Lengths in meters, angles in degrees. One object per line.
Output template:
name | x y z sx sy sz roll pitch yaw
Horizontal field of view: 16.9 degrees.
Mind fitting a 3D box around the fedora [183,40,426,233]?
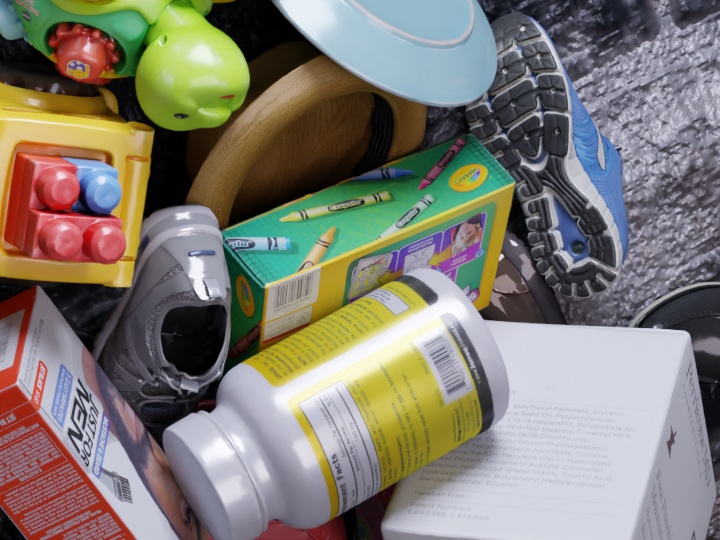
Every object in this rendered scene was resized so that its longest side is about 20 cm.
fedora | -0.051 -0.080 1.560 0.200 0.082 0.201 -28 146 -21

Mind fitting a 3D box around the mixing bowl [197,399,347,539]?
mixing bowl | -0.085 0.196 1.616 0.200 0.108 0.201 -6 105 -24

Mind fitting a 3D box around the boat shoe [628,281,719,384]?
boat shoe | 0.291 0.051 1.795 0.201 0.063 0.074 0 105 -25

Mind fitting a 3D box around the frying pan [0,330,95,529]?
frying pan | -0.209 0.126 1.580 0.115 0.031 0.190 1 108 -26

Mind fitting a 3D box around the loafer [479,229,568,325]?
loafer | 0.119 0.065 1.713 0.071 0.073 0.200 -34 106 -10

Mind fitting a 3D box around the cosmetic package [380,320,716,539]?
cosmetic package | 0.130 0.159 1.599 0.200 0.165 0.165 -66 151 -43

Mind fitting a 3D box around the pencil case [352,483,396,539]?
pencil case | 0.026 0.136 1.671 0.087 0.087 0.200 -12 108 -24

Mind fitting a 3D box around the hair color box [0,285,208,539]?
hair color box | -0.169 0.121 1.463 0.064 0.111 0.200 -25 119 14

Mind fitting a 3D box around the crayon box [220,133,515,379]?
crayon box | 0.000 0.000 1.575 0.200 0.058 0.119 -23 144 -27

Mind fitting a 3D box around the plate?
plate | 0.011 -0.186 1.531 0.200 0.200 0.026 20 130 -29

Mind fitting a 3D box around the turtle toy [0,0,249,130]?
turtle toy | -0.142 -0.155 1.460 0.146 0.200 0.101 -6 119 -48

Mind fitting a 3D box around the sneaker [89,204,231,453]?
sneaker | -0.123 0.056 1.513 0.075 0.082 0.200 -7 136 -19

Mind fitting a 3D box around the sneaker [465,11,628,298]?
sneaker | 0.133 -0.083 1.681 0.078 0.089 0.200 -17 97 23

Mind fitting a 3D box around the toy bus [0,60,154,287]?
toy bus | -0.221 -0.048 1.442 0.200 0.192 0.136 5 102 -26

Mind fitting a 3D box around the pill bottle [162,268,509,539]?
pill bottle | -0.017 0.089 1.504 0.200 0.112 0.113 -28 113 -18
